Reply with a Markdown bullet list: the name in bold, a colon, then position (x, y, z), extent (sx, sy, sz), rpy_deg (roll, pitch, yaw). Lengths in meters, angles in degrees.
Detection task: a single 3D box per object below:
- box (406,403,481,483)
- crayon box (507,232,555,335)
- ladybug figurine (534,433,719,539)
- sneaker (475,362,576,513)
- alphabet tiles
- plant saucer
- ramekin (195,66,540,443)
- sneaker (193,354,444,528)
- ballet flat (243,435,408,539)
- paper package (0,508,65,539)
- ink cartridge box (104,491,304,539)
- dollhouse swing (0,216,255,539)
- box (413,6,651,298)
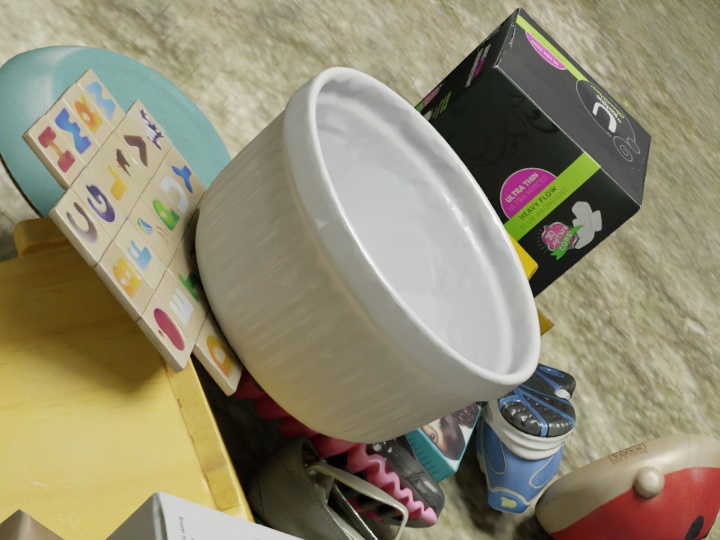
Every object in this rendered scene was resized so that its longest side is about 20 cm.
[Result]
- **box**: position (-0.008, 0.050, 1.058), extent (0.200, 0.049, 0.082), rpy_deg (49, 29, -10)
- **crayon box**: position (0.030, -0.008, 1.118), extent (0.200, 0.127, 0.051), rpy_deg (48, 30, -3)
- **ladybug figurine**: position (0.190, 0.162, 1.103), extent (0.200, 0.135, 0.072), rpy_deg (58, 12, -77)
- **sneaker**: position (0.111, 0.109, 1.152), extent (0.075, 0.078, 0.200), rpy_deg (17, 13, 6)
- **alphabet tiles**: position (-0.108, -0.025, 0.856), extent (0.167, 0.006, 0.200), rpy_deg (54, 16, -15)
- **plant saucer**: position (-0.148, -0.079, 1.058), extent (0.199, 0.036, 0.201), rpy_deg (33, 33, -25)
- **ramekin**: position (0.000, 0.000, 0.890), extent (0.200, 0.105, 0.201), rpy_deg (42, 28, -28)
- **sneaker**: position (-0.008, 0.073, 0.983), extent (0.200, 0.079, 0.096), rpy_deg (48, 58, -17)
- **ballet flat**: position (0.019, 0.174, 0.923), extent (0.200, 0.064, 0.067), rpy_deg (42, 5, 6)
- **paper package**: position (-0.149, 0.218, 0.557), extent (0.103, 0.190, 0.201), rpy_deg (38, 32, -24)
- **ink cartridge box**: position (-0.051, 0.199, 0.750), extent (0.199, 0.146, 0.086), rpy_deg (24, 35, -36)
- **dollhouse swing**: position (-0.160, 0.098, 0.839), extent (0.182, 0.175, 0.201), rpy_deg (80, -14, -61)
- **box**: position (0.092, -0.061, 1.184), extent (0.148, 0.200, 0.124), rpy_deg (41, 31, -10)
